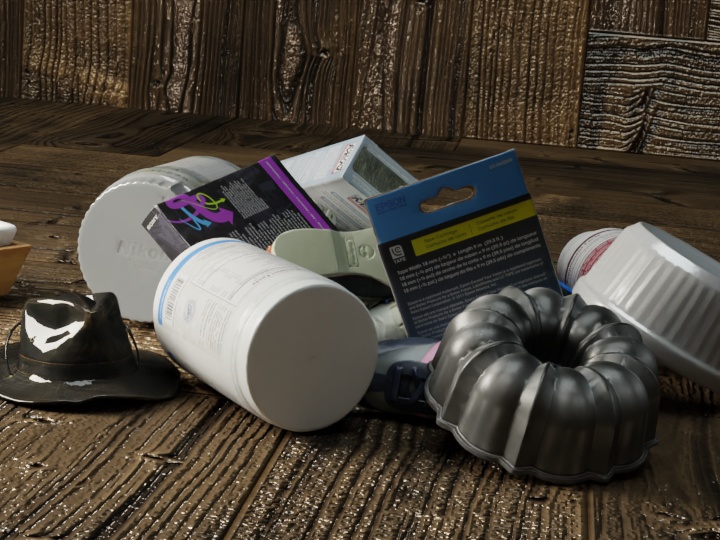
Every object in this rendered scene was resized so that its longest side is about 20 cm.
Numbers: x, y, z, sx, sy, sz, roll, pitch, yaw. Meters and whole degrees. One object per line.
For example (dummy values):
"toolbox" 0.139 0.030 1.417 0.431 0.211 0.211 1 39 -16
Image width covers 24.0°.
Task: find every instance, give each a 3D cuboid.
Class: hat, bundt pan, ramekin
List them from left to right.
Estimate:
"hat" -0.249 0.058 1.505 0.199 0.081 0.201 5 11 -1
"bundt pan" 0.156 0.082 1.388 0.200 0.076 0.202 9 32 -6
"ramekin" 0.312 0.033 1.639 0.202 0.095 0.202 30 11 -6

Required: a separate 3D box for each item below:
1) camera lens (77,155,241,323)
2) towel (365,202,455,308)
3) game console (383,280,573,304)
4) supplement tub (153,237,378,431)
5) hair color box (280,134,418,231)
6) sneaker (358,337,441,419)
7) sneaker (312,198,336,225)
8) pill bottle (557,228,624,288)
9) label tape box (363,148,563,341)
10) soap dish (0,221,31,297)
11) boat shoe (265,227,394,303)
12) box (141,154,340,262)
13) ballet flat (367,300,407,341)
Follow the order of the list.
"camera lens" -0.192 -0.034 1.793 0.159 0.161 0.200 7 12 15
"towel" 0.027 -0.001 1.779 0.171 0.048 0.200 -32 0 18
"game console" 0.121 0.043 1.761 0.170 0.119 0.200 35 -8 1
"supplement tub" -0.086 0.052 1.473 0.131 0.133 0.200 -2 14 -31
"hair color box" -0.025 -0.084 1.894 0.099 0.061 0.200 38 -23 -23
"sneaker" 0.083 0.099 1.459 0.199 0.071 0.082 2 10 -2
"sneaker" -0.074 -0.023 1.809 0.073 0.116 0.200 9 0 7
"pill bottle" 0.288 0.017 1.855 0.112 0.114 0.200 2 11 -13
"label tape box" 0.098 0.003 1.513 0.143 0.201 0.063 -18 12 2
"soap dish" -0.476 -0.017 1.802 0.199 0.082 0.157 13 14 34
"boat shoe" 0.000 0.000 1.624 0.199 0.072 0.063 3 -29 -21
"box" -0.105 -0.030 1.676 0.143 0.036 0.200 50 36 9
"ballet flat" 0.051 0.058 1.632 0.199 0.071 0.069 -1 57 -41
